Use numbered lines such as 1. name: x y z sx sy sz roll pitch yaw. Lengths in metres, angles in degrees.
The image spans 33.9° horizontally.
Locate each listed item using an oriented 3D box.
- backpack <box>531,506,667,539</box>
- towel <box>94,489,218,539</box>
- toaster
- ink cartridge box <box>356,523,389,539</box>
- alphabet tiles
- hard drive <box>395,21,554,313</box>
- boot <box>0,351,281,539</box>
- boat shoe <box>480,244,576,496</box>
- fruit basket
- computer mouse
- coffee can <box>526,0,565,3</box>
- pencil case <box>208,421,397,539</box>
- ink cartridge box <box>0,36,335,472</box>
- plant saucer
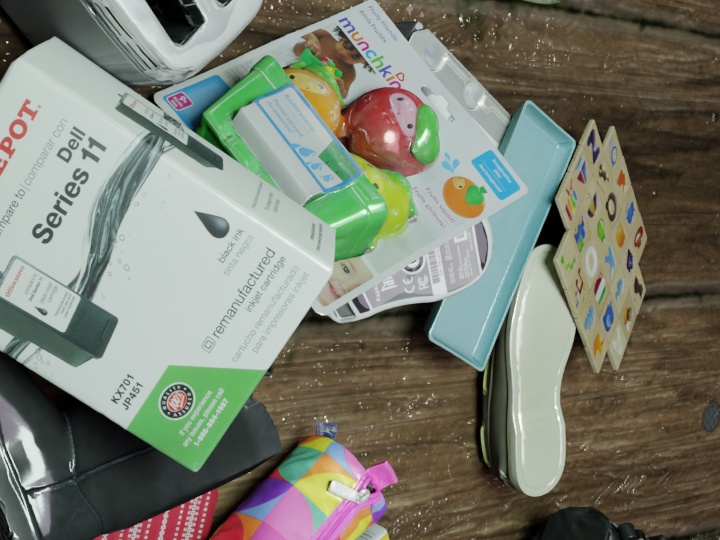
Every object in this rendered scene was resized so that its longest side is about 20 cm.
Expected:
1. backpack: 0.219 0.299 1.045 0.199 0.126 0.168 31 90 -39
2. towel: -0.189 0.196 0.762 0.198 0.022 0.147 17 85 -41
3. toaster: -0.140 -0.180 0.667 0.114 0.128 0.201 -45 123 -23
4. ink cartridge box: -0.030 0.328 0.888 0.197 0.047 0.203 -35 115 -38
5. alphabet tiles: 0.208 -0.019 1.013 0.167 0.006 0.201 -61 138 -37
6. hard drive: 0.065 -0.075 0.911 0.199 0.038 0.141 39 73 -36
7. boot: -0.155 0.077 0.737 0.198 0.065 0.167 -19 92 -41
8. boat shoe: 0.134 0.080 0.979 0.071 0.060 0.205 0 94 -31
9. fruit basket: -0.006 -0.086 0.777 0.199 0.094 0.186 -31 76 -27
10. computer mouse: 0.000 0.000 0.841 0.197 0.044 0.111 -15 106 -15
11. coffee can: 0.157 -0.321 0.873 0.147 0.145 0.201 48 69 -34
12. pencil case: -0.063 0.198 0.809 0.200 0.088 0.089 -45 123 -32
13. ink cartridge box: -0.132 -0.009 0.655 0.199 0.083 0.147 33 104 -9
14. plant saucer: 0.107 -0.028 0.918 0.070 0.019 0.202 31 79 -39
